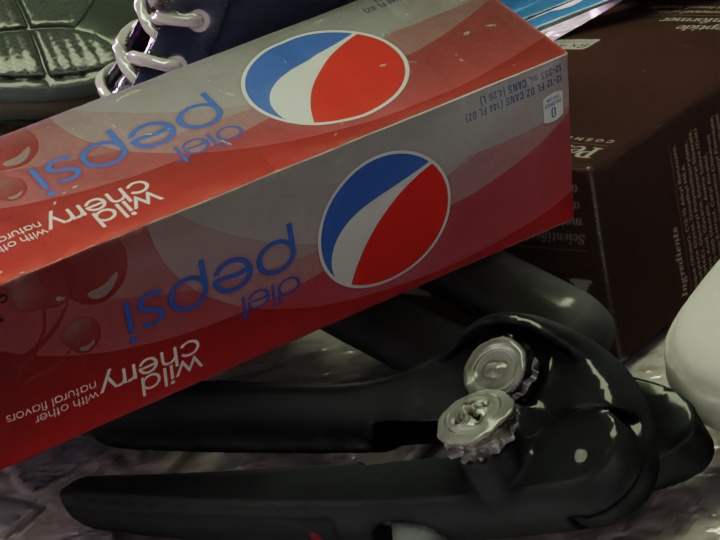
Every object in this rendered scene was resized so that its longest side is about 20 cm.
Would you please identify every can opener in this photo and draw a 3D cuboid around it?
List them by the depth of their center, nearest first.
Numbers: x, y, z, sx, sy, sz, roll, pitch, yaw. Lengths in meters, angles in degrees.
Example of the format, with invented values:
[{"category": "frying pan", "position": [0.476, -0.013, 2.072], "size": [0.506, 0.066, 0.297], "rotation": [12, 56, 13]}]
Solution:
[{"category": "can opener", "position": [-0.002, 0.056, 0.708], "size": [0.199, 0.079, 0.064], "rotation": [-7, 51, 26]}, {"category": "can opener", "position": [0.000, 0.000, 0.813], "size": [0.200, 0.067, 0.053], "rotation": [28, 83, 34]}]

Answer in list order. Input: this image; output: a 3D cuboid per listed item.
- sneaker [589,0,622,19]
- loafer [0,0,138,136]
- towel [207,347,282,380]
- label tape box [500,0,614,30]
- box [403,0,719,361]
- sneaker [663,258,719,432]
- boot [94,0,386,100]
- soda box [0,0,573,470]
[{"category": "sneaker", "position": [0.196, -0.140, 1.070], "size": [0.199, 0.089, 0.075], "rotation": [-10, 18, -1]}, {"category": "loafer", "position": [-0.085, -0.070, 0.876], "size": [0.199, 0.063, 0.072], "rotation": [-8, 46, -13]}, {"category": "towel", "position": [-0.142, 0.025, 0.843], "size": [0.199, 0.024, 0.147], "rotation": [2, 5, 34]}, {"category": "label tape box", "position": [0.059, -0.149, 0.994], "size": [0.143, 0.066, 0.200], "rotation": [-23, 18, 1]}, {"category": "box", "position": [0.100, -0.042, 0.881], "size": [0.100, 0.075, 0.200], "rotation": [6, 28, 39]}, {"category": "sneaker", "position": [0.160, -0.037, 0.691], "size": [0.200, 0.089, 0.075], "rotation": [-37, 47, -4]}, {"category": "boot", "position": [-0.056, -0.068, 0.785], "size": [0.200, 0.091, 0.073], "rotation": [-32, 40, -10]}, {"category": "soda box", "position": [-0.036, -0.019, 0.731], "size": [0.199, 0.064, 0.070], "rotation": [-23, 41, -20]}]
